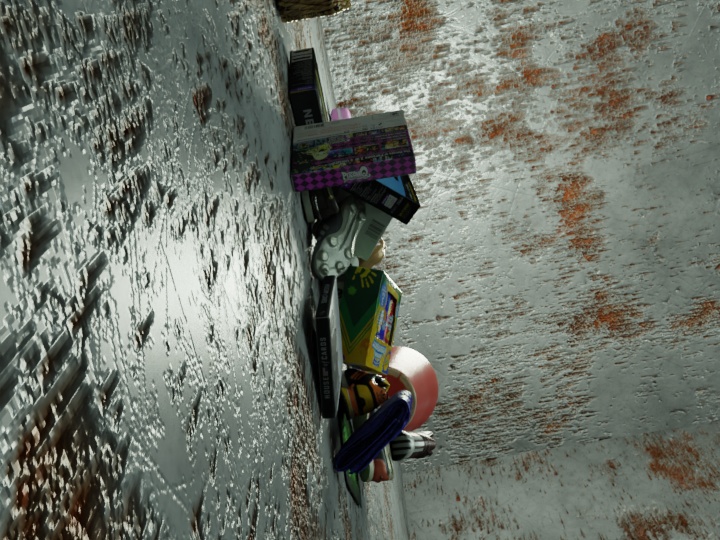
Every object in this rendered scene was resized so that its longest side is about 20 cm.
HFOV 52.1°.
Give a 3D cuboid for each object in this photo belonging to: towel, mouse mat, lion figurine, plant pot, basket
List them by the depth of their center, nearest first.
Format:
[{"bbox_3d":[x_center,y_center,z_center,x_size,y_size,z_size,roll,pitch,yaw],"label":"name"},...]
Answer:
[{"bbox_3d":[0.031,0.257,1.171,0.050,0.147,0.200,48,1,6],"label":"towel"},{"bbox_3d":[-0.019,0.328,1.324,0.201,0.007,0.164,74,7,-61],"label":"mouse mat"},{"bbox_3d":[-0.094,-0.568,1.411,0.201,0.140,0.152,-94,174,-69],"label":"basket"},{"bbox_3d":[0.000,0.000,1.498,0.202,0.072,0.122,-61,-170,-3],"label":"lion figurine"},{"bbox_3d":[0.068,0.275,1.620,0.177,0.196,0.205,5,75,-78],"label":"plant pot"}]

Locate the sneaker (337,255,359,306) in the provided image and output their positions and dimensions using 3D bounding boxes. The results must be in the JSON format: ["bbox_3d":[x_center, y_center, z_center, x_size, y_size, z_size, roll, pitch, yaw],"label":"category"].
[{"bbox_3d":[-0.039,0.011,1.413,0.200,0.072,0.090,-70,158,-68],"label":"sneaker"}]

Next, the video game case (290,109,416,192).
[{"bbox_3d":[-0.015,-0.200,1.208,0.183,0.196,0.036,-97,178,-55],"label":"video game case"}]

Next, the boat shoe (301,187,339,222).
[{"bbox_3d":[-0.073,-0.166,1.306,0.072,0.059,0.204,76,5,-48],"label":"boat shoe"}]

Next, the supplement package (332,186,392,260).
[{"bbox_3d":[-0.010,-0.132,1.454,0.122,0.118,0.201,-58,-166,21],"label":"supplement package"}]

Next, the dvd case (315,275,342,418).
[{"bbox_3d":[-0.046,0.108,1.112,0.200,0.024,0.153,-88,175,-74],"label":"dvd case"}]

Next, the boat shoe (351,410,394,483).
[{"bbox_3d":[0.025,0.303,1.412,0.071,0.061,0.204,-40,-129,56],"label":"boat shoe"}]

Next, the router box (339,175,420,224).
[{"bbox_3d":[0.023,-0.180,1.350,0.051,0.147,0.201,-53,-154,23],"label":"router box"}]

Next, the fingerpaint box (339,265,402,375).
[{"bbox_3d":[0.016,0.098,1.360,0.200,0.072,0.170,46,54,-72],"label":"fingerpaint box"}]

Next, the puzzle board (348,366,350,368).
[{"bbox_3d":[-0.022,0.168,1.718,0.200,0.017,0.154,53,27,-83],"label":"puzzle board"}]

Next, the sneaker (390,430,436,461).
[{"bbox_3d":[0.082,0.357,1.483,0.199,0.114,0.077,-19,-111,60],"label":"sneaker"}]

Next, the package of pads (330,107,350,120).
[{"bbox_3d":[-0.057,-0.460,2.580,0.120,0.074,0.204,-7,88,-86],"label":"package of pads"}]

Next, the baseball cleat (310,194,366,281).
[{"bbox_3d":[-0.051,-0.046,1.275,0.070,0.106,0.201,48,46,-20],"label":"baseball cleat"}]

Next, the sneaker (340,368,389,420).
[{"bbox_3d":[0.010,0.218,1.335,0.200,0.088,0.071,-101,177,-86],"label":"sneaker"}]

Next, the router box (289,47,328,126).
[{"bbox_3d":[-0.093,-0.300,1.427,0.159,0.051,0.202,-96,176,-47],"label":"router box"}]
